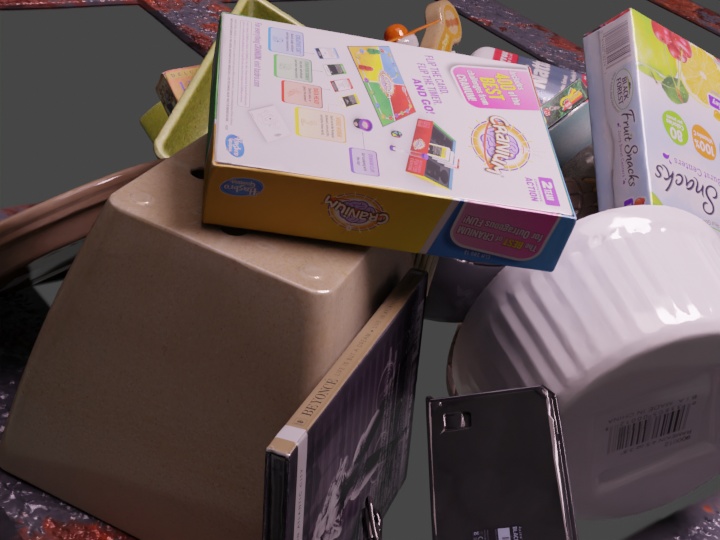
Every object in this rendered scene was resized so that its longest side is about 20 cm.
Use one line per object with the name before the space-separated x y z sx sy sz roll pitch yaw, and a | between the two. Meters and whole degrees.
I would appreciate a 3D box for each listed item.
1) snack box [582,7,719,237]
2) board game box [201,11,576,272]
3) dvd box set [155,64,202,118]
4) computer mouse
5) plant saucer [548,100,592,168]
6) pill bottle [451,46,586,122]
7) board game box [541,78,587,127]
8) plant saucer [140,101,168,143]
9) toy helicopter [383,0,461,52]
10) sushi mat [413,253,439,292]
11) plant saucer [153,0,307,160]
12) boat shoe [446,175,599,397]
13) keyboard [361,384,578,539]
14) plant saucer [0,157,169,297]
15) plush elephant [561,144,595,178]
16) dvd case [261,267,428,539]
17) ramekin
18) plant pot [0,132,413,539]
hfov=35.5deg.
snack box | 0.233 -0.073 0.824 0.141 0.053 0.203 17 63 -34
board game box | 0.012 -0.076 0.645 0.197 0.041 0.154 8 41 -11
dvd box set | -0.063 -0.085 0.919 0.145 0.029 0.202 -18 71 -35
computer mouse | 0.002 0.011 0.783 0.198 0.141 0.046 25 31 -2
plant saucer | 0.159 -0.092 1.008 0.039 0.201 0.201 52 37 2
pill bottle | 0.150 -0.162 1.158 0.197 0.121 0.120 17 30 3
board game box | 0.107 -0.092 0.975 0.199 0.105 0.024 -37 87 -25
plant saucer | -0.077 -0.114 1.028 0.197 0.048 0.200 -3 35 -29
toy helicopter | 0.058 -0.192 1.053 0.078 0.133 0.202 -16 40 32
sushi mat | 0.000 0.000 0.741 0.094 0.202 0.012 18 42 4
plant saucer | -0.046 -0.094 0.881 0.198 0.048 0.201 31 49 -11
boat shoe | 0.137 0.027 0.820 0.074 0.201 0.073 22 -19 46
keyboard | 0.054 0.158 0.595 0.125 0.021 0.202 -8 56 10
plant saucer | -0.198 -0.020 0.737 0.199 0.199 0.030 -28 94 -50
plush elephant | 0.226 -0.025 0.936 0.155 0.200 0.164 50 39 14
dvd case | -0.007 0.106 0.608 0.016 0.151 0.200 13 28 16
ramekin | 0.166 0.067 0.713 0.198 0.202 0.098 1 39 -23
plant pot | -0.072 0.035 0.669 0.198 0.179 0.200 22 31 13
